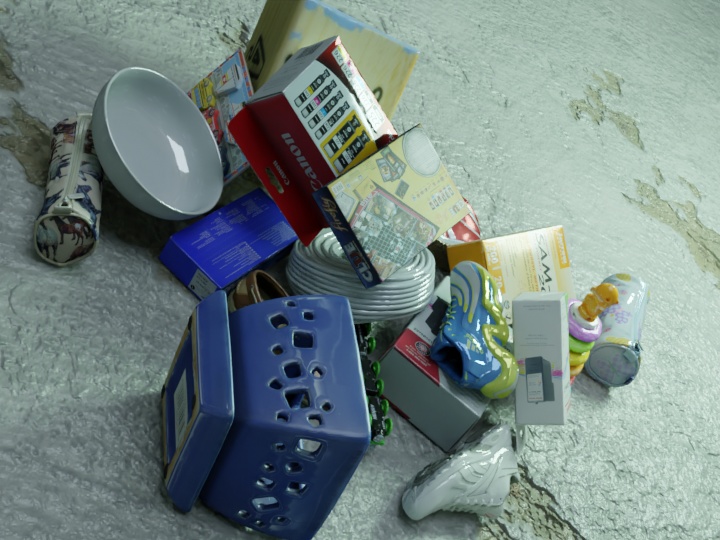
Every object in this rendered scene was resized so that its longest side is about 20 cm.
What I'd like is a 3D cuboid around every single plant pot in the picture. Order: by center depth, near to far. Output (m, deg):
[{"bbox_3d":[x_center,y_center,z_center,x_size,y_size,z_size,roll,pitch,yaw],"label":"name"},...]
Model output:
[{"bbox_3d":[-0.112,0.150,1.334,0.177,0.201,0.202,10,44,-21],"label":"plant pot"}]

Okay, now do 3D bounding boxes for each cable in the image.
[{"bbox_3d":[0.000,0.000,1.627,0.197,0.070,0.200,-1,25,-17],"label":"cable"}]

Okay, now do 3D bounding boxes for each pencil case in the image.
[{"bbox_3d":[-0.344,-0.103,1.493,0.077,0.090,0.202,13,42,-17],"label":"pencil case"},{"bbox_3d":[0.395,0.087,1.898,0.083,0.091,0.201,32,36,-5],"label":"pencil case"}]

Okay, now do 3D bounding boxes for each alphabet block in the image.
[{"bbox_3d":[-0.063,-0.260,1.740,0.193,0.202,0.196,21,6,-20],"label":"alphabet block"}]

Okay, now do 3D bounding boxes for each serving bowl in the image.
[{"bbox_3d":[-0.260,-0.147,1.535,0.199,0.065,0.202,36,40,-37],"label":"serving bowl"}]

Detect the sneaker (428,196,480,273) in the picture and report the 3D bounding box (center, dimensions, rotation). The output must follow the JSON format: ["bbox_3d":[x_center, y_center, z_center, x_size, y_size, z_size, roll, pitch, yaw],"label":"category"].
[{"bbox_3d":[0.100,-0.074,1.842,0.199,0.071,0.113,28,41,-25],"label":"sneaker"}]

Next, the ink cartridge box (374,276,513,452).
[{"bbox_3d":[0.115,0.118,1.640,0.145,0.083,0.200,39,37,2],"label":"ink cartridge box"}]

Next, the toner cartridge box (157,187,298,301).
[{"bbox_3d":[-0.162,-0.033,1.607,0.095,0.043,0.200,45,38,8],"label":"toner cartridge box"}]

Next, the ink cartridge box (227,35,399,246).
[{"bbox_3d":[-0.049,-0.160,1.580,0.176,0.083,0.201,-51,118,-35],"label":"ink cartridge box"}]

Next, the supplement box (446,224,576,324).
[{"bbox_3d":[0.223,0.009,1.810,0.199,0.073,0.128,-12,91,-45],"label":"supplement box"}]

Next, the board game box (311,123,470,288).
[{"bbox_3d":[0.042,-0.083,1.557,0.199,0.034,0.137,-36,99,-41],"label":"board game box"}]

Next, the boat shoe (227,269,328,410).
[{"bbox_3d":[-0.086,0.083,1.520,0.200,0.074,0.075,46,38,11],"label":"boat shoe"}]

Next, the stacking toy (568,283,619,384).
[{"bbox_3d":[0.291,0.083,1.724,0.115,0.201,0.110,28,38,-10],"label":"stacking toy"}]

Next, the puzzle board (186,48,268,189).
[{"bbox_3d":[-0.198,-0.188,1.656,0.017,0.150,0.202,30,32,-43],"label":"puzzle board"}]

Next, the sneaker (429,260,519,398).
[{"bbox_3d":[0.132,0.067,1.576,0.104,0.076,0.202,8,47,-33],"label":"sneaker"}]

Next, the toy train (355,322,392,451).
[{"bbox_3d":[0.000,0.139,1.545,0.041,0.057,0.202,15,40,-25],"label":"toy train"}]

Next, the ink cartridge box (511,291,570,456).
[{"bbox_3d":[0.238,0.133,1.618,0.066,0.203,0.117,-1,4,14],"label":"ink cartridge box"}]

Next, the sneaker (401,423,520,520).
[{"bbox_3d":[0.134,0.265,1.511,0.199,0.078,0.100,-25,87,-40],"label":"sneaker"}]
